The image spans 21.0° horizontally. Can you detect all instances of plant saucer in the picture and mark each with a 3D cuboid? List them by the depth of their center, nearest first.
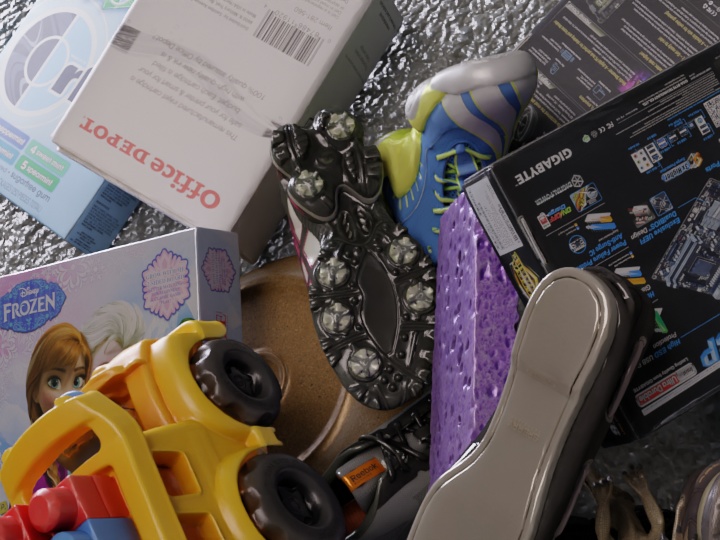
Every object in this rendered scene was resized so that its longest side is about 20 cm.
[{"bbox_3d":[-0.056,0.076,1.228,0.200,0.035,0.201,-14,61,27],"label":"plant saucer"}]

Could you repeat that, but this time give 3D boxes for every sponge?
[{"bbox_3d":[0.062,0.059,1.052,0.030,0.112,0.201,4,79,-8],"label":"sponge"}]

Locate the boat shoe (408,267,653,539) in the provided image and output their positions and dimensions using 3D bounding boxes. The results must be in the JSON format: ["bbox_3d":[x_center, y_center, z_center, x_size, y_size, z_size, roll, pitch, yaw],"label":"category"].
[{"bbox_3d":[0.085,0.093,0.940,0.067,0.057,0.200,36,107,40],"label":"boat shoe"}]

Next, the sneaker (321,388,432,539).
[{"bbox_3d":[0.035,0.113,1.125,0.200,0.079,0.074,-44,52,2],"label":"sneaker"}]

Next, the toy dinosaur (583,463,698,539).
[{"bbox_3d":[0.136,0.168,0.952,0.058,0.101,0.200,-2,49,7],"label":"toy dinosaur"}]

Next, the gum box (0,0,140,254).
[{"bbox_3d":[-0.195,-0.130,1.406,0.170,0.045,0.200,32,86,38],"label":"gum box"}]

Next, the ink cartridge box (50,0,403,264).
[{"bbox_3d":[-0.087,-0.126,1.287,0.146,0.084,0.200,30,86,17],"label":"ink cartridge box"}]

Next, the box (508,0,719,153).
[{"bbox_3d":[0.177,-0.093,1.155,0.160,0.044,0.200,-46,52,6],"label":"box"}]

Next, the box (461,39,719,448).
[{"bbox_3d":[0.176,-0.025,1.017,0.200,0.046,0.159,-29,90,-19],"label":"box"}]

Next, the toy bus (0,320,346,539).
[{"bbox_3d":[-0.129,0.126,1.057,0.136,0.192,0.200,-44,57,28],"label":"toy bus"}]

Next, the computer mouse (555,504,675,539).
[{"bbox_3d":[0.143,0.216,1.006,0.044,0.109,0.201,-43,52,48],"label":"computer mouse"}]

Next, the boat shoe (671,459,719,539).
[{"bbox_3d":[0.190,0.189,0.960,0.073,0.074,0.201,-160,72,-77],"label":"boat shoe"}]

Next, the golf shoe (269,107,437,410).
[{"bbox_3d":[0.000,0.000,1.173,0.077,0.088,0.201,-12,62,-6],"label":"golf shoe"}]

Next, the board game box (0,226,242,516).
[{"bbox_3d":[-0.158,0.088,1.236,0.200,0.041,0.200,-13,75,37],"label":"board game box"}]

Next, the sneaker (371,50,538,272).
[{"bbox_3d":[0.066,-0.055,1.148,0.076,0.200,0.105,-16,80,-18],"label":"sneaker"}]
